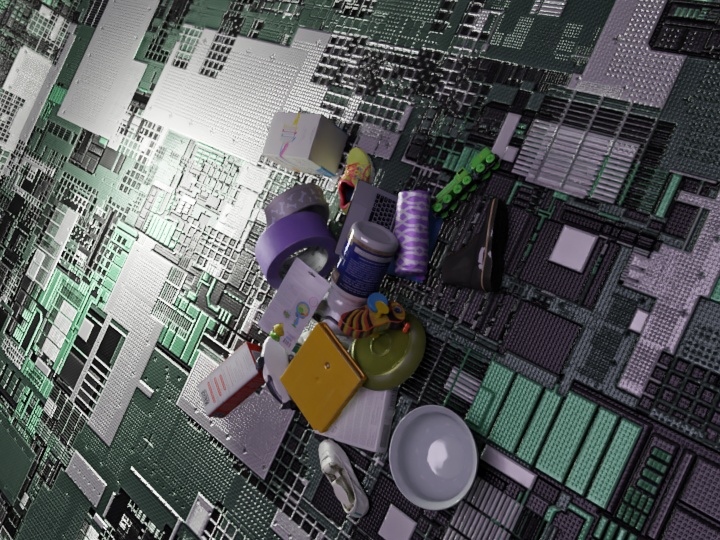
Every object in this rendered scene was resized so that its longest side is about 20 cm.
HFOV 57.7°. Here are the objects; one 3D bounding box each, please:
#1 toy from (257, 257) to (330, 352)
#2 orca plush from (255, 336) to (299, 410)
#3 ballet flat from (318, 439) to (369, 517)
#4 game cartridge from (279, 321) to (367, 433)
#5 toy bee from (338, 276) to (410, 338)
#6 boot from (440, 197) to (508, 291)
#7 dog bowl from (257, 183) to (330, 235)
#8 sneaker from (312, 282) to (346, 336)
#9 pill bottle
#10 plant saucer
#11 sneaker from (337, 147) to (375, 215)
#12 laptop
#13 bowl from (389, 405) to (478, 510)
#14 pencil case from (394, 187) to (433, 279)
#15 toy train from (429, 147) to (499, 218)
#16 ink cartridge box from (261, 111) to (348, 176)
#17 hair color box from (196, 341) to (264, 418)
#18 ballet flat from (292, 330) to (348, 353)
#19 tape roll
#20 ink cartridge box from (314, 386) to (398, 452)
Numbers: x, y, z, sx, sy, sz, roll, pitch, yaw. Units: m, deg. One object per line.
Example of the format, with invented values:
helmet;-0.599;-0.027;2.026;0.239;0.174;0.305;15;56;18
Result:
toy;-0.155;0.084;1.584;0.115;0.047;0.201;37;102;19
orca plush;-0.205;0.270;1.664;0.104;0.071;0.201;-23;64;-25
ballet flat;-0.049;0.466;1.479;0.069;0.069;0.201;-45;56;14
game cartridge;-0.090;0.251;1.517;0.177;0.032;0.201;50;122;25
toy bee;0.056;0.099;1.443;0.199;0.131;0.109;-38;68;-9
boot;0.245;-0.058;1.440;0.137;0.077;0.203;2;76;39
dog bowl;-0.164;-0.129;1.662;0.200;0.199;0.059;-43;67;15
sneaker;-0.091;0.074;1.624;0.198;0.075;0.116;26;90;31
pill bottle;0.000;0.000;1.483;0.116;0.115;0.202;42;120;35
plant saucer;0.054;0.173;1.486;0.198;0.031;0.203;-19;50;24
sneaker;-0.017;-0.227;1.654;0.077;0.090;0.203;-12;68;32
laptop;0.069;-0.094;1.544;0.116;0.198;0.190;6;76;69
bowl;0.164;0.384;1.345;0.198;0.090;0.205;-11;70;30
pencil case;0.120;-0.085;1.492;0.083;0.085;0.204;2;83;30
toy train;0.235;-0.201;1.499;0.200;0.042;0.057;-43;47;10
ink cartridge box;-0.159;-0.342;1.762;0.198;0.128;0.127;12;82;36
hair color box;-0.335;0.292;1.729;0.199;0.061;0.102;-39;58;17
ballet flat;-0.106;0.183;1.600;0.198;0.069;0.071;11;82;40
tape roll;-0.156;-0.044;1.624;0.200;0.199;0.086;-42;58;16
ink cartridge box;-0.010;0.320;1.517;0.198;0.050;0.164;2;77;44
